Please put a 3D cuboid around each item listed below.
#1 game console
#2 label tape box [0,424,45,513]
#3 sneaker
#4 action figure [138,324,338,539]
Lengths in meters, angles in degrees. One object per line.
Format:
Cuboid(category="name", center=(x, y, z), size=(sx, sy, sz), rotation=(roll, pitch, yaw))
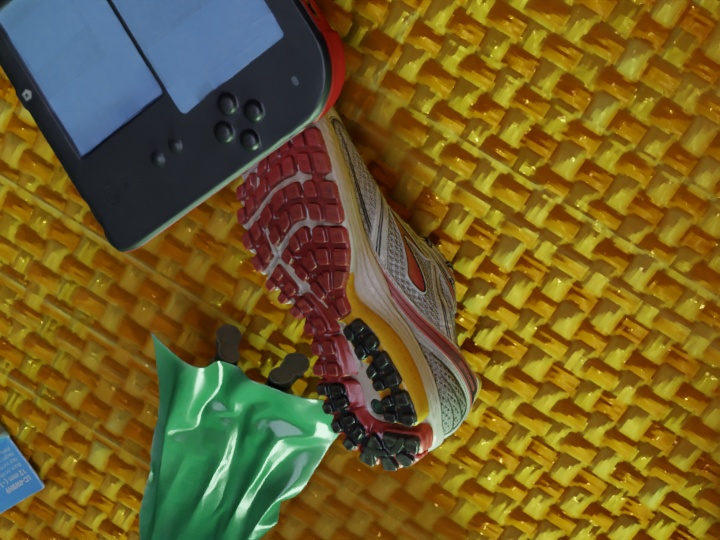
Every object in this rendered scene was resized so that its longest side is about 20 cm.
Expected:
Cuboid(category="game console", center=(-0.115, -0.130, 0.762), size=(0.177, 0.031, 0.200), rotation=(-32, 89, 27))
Cuboid(category="label tape box", center=(-0.315, 0.099, 0.937), size=(0.143, 0.066, 0.200), rotation=(-31, 101, 27))
Cuboid(category="sneaker", center=(0.000, 0.000, 0.792), size=(0.078, 0.082, 0.200), rotation=(-18, 94, 45))
Cuboid(category="action figure", center=(-0.084, 0.123, 0.881), size=(0.118, 0.055, 0.200), rotation=(24, 126, 4))
